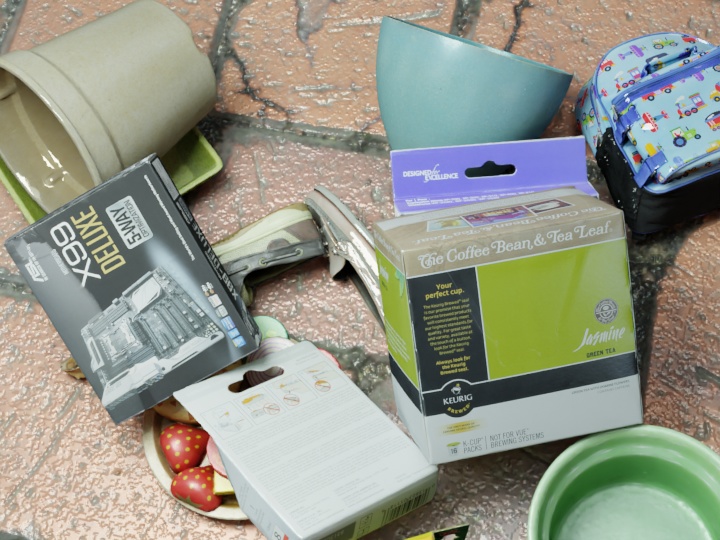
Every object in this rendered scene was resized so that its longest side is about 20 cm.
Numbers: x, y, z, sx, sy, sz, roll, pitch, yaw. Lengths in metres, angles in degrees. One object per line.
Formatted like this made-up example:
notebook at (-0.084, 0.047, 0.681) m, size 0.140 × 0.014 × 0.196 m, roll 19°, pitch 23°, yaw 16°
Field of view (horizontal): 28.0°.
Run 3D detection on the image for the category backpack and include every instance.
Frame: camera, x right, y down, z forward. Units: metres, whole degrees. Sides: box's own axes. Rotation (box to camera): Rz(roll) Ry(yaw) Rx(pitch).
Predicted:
backpack at (0.313, -0.159, 1.444) m, size 0.181 × 0.135 × 0.201 m, roll -18°, pitch 60°, yaw -6°

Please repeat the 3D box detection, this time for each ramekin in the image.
ramekin at (0.244, 0.246, 1.262) m, size 0.198 × 0.098 × 0.202 m, roll -2°, pitch 63°, yaw 3°

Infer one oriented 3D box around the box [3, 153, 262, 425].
box at (-0.206, 0.018, 1.321) m, size 0.157 × 0.050 × 0.201 m, roll -27°, pitch 102°, yaw 8°

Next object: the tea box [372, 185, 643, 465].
tea box at (0.128, 0.044, 1.280) m, size 0.198 × 0.134 × 0.199 m, roll -9°, pitch 105°, yaw -9°

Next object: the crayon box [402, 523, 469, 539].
crayon box at (0.004, 0.275, 1.249) m, size 0.198 × 0.127 × 0.051 m, roll -16°, pitch 73°, yaw -3°

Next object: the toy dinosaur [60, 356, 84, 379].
toy dinosaur at (-0.231, 0.016, 1.416) m, size 0.201 × 0.060 × 0.106 m, roll -61°, pitch 33°, yaw 17°

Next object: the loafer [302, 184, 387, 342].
loafer at (0.000, 0.000, 1.427) m, size 0.063 × 0.072 × 0.200 m, roll -40°, pitch 70°, yaw -7°

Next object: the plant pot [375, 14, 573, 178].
plant pot at (0.098, -0.162, 1.449) m, size 0.199 × 0.200 × 0.136 m, roll 21°, pitch 101°, yaw 14°

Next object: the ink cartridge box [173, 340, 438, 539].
ink cartridge box at (-0.053, 0.160, 1.294) m, size 0.161 × 0.050 × 0.200 m, roll -20°, pitch 46°, yaw -35°

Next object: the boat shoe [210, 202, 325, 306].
boat shoe at (-0.127, 0.006, 1.424) m, size 0.199 × 0.073 × 0.065 m, roll -32°, pitch 77°, yaw 5°

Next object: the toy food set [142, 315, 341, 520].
toy food set at (-0.112, 0.138, 1.375) m, size 0.196 × 0.049 × 0.202 m, roll -5°, pitch 62°, yaw 2°

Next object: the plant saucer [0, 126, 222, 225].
plant saucer at (-0.273, -0.115, 1.517) m, size 0.199 × 0.048 × 0.200 m, roll -33°, pitch 65°, yaw -12°

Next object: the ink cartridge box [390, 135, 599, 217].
ink cartridge box at (0.131, -0.021, 1.365) m, size 0.196 × 0.043 × 0.202 m, roll -6°, pitch 97°, yaw -9°

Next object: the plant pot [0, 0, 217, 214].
plant pot at (-0.249, -0.167, 1.423) m, size 0.200 × 0.201 × 0.183 m, roll 39°, pitch 60°, yaw 21°
